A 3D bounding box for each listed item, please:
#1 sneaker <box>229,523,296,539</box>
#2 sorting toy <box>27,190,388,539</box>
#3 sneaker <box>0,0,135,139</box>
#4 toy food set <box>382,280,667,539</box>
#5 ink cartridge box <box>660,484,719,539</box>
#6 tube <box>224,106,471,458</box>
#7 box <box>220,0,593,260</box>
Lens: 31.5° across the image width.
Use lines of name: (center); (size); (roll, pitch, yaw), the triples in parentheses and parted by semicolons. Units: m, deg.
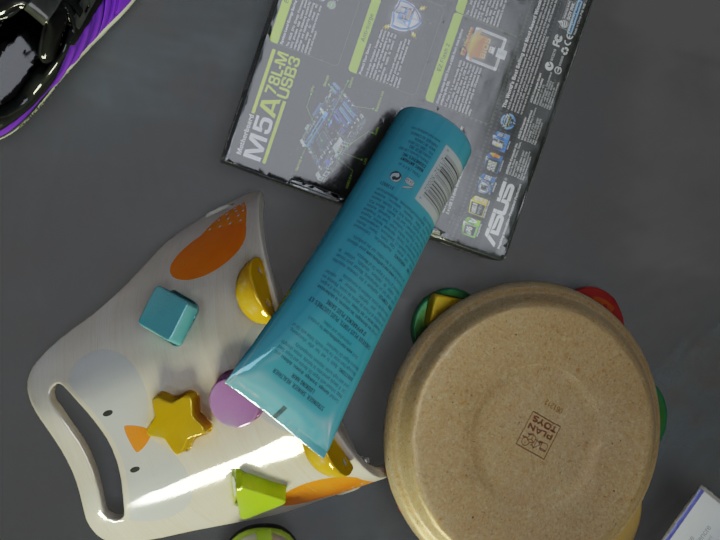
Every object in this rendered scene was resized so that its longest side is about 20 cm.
sneaker: (-0.059, 0.258, 0.793); (0.071, 0.083, 0.203); (-8, 95, -9)
sorting toy: (-0.105, 0.084, 0.780); (0.178, 0.107, 0.202); (-24, 98, 10)
sneaker: (-0.175, -0.157, 0.735); (0.069, 0.099, 0.201); (34, 88, -12)
toy food set: (0.108, 0.102, 0.827); (0.198, 0.049, 0.200); (14, 89, -15)
ink cartridge box: (0.241, 0.276, 0.869); (0.199, 0.047, 0.198); (37, 89, -9)
tube: (0.000, 0.000, 0.729); (0.077, 0.050, 0.201); (38, 68, -23)
box: (0.032, -0.130, 0.804); (0.191, 0.048, 0.202); (18, 91, -8)
